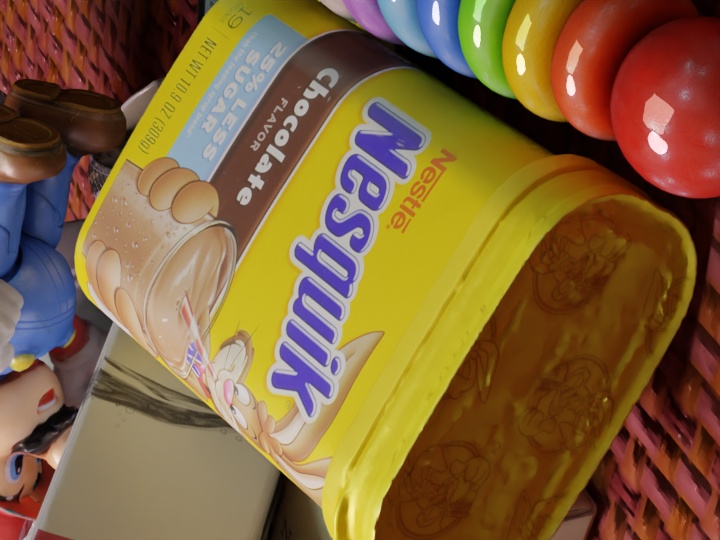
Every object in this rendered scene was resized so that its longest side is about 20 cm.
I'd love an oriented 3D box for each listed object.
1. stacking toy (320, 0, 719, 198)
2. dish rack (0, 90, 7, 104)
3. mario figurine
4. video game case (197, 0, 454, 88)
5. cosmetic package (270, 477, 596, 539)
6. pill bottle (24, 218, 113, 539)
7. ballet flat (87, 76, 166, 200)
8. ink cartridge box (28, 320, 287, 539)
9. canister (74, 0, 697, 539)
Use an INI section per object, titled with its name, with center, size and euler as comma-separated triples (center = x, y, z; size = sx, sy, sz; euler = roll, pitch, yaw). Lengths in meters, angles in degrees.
[stacking toy]
center = 0.064, -0.083, 0.836
size = 0.200, 0.085, 0.086
euler = 40, 134, 43
[dish rack]
center = -0.181, -0.067, 1.135
size = 0.201, 0.043, 0.173
euler = 95, 179, -51
[mario figurine]
center = -0.131, 0.029, 1.080
size = 0.106, 0.123, 0.201
euler = 43, 129, 48
[video game case]
center = -0.012, -0.155, 1.008
size = 0.181, 0.025, 0.201
euler = 41, 134, 52
[cosmetic package]
center = 0.015, 0.129, 1.000
size = 0.105, 0.071, 0.201
euler = 57, 146, 39
[pill bottle]
center = -0.122, 0.081, 1.214
size = 0.111, 0.110, 0.202
euler = -22, 80, 63
[ballet flat]
center = -0.069, -0.050, 1.103
size = 0.200, 0.072, 0.073
euler = -5, 95, 64
[ink cartridge box]
center = -0.076, 0.097, 1.029
size = 0.146, 0.084, 0.201
euler = 104, -179, -57
[canister]
center = 0.000, 0.000, 0.892
size = 0.200, 0.086, 0.149
euler = 37, 98, 45
